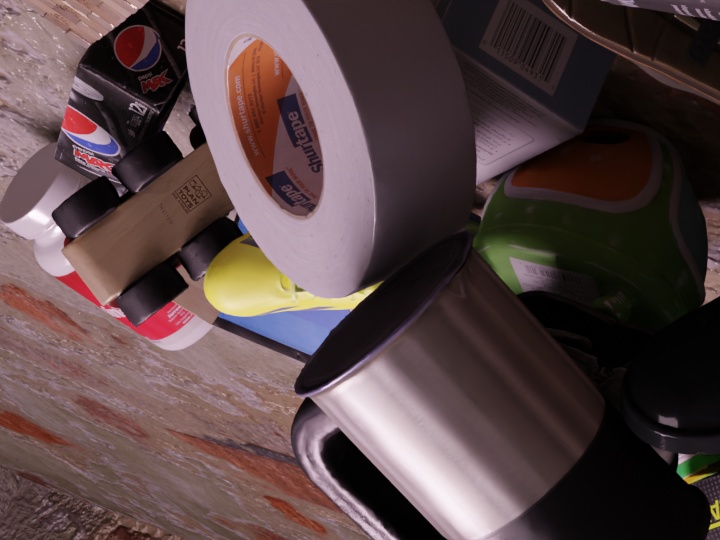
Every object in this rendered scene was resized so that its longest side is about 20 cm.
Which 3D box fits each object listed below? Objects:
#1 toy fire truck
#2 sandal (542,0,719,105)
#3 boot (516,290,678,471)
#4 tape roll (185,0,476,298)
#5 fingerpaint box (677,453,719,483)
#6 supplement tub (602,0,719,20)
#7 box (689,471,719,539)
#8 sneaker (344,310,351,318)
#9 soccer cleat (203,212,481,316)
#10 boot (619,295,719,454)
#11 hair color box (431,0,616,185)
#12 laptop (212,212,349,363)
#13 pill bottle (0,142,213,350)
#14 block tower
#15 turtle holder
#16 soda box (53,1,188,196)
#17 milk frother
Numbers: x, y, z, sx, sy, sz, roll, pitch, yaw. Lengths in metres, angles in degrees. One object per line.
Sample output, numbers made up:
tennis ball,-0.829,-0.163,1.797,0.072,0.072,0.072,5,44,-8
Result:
toy fire truck,-0.113,-0.034,1.030,0.129,0.176,0.200,52,175,-4
sandal,0.143,-0.130,0.663,0.200,0.082,0.055,25,-177,-22
boot,0.093,0.051,0.805,0.200,0.068,0.131,16,146,20
tape roll,-0.021,-0.088,0.785,0.200,0.066,0.200,42,144,41
fingerpaint box,0.276,0.062,0.847,0.167,0.073,0.200,-11,164,-11
supplement tub,0.179,-0.140,0.496,0.200,0.123,0.123,15,158,25
box,0.264,0.119,0.800,0.200,0.048,0.193,-9,160,-28
sneaker,0.038,-0.001,1.024,0.090,0.066,0.200,12,132,16
soccer cleat,0.000,-0.001,0.920,0.200,0.065,0.084,-7,-153,-12
boot,0.217,-0.008,0.666,0.073,0.198,0.163,-122,22,-44
hair color box,0.049,-0.102,0.835,0.099,0.061,0.200,31,159,-15
laptop,-0.033,-0.006,1.111,0.177,0.103,0.200,21,160,8
pill bottle,-0.214,-0.023,1.266,0.200,0.112,0.112,38,156,-32
block tower,-0.142,-0.190,0.846,0.054,0.058,0.200,34,160,-21
turtle holder,0.152,-0.005,0.854,0.185,0.132,0.141,36,156,-30
soda box,-0.170,-0.121,1.027,0.063,0.071,0.200,31,159,-7
milk frother,0.040,0.121,0.694,0.180,0.200,0.188,-39,100,28
